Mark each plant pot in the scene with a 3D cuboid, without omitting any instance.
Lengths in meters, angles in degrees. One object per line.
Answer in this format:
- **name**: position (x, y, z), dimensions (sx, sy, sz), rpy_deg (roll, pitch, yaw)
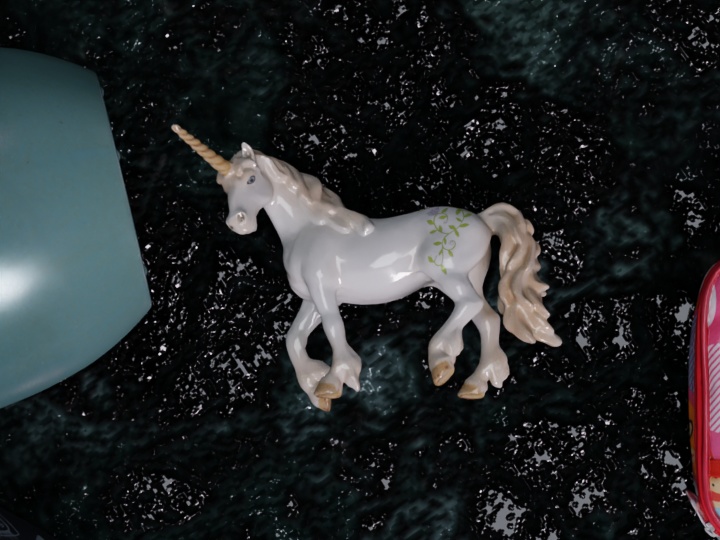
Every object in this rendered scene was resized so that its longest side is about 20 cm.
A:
- **plant pot**: position (-0.196, -0.022, 1.046), dimensions (0.160, 0.201, 0.202), rpy_deg (-13, 83, -7)

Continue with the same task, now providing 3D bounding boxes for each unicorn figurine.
- **unicorn figurine**: position (0.000, 0.000, 1.085), dimensions (0.198, 0.074, 0.138), rpy_deg (-1, 74, -8)

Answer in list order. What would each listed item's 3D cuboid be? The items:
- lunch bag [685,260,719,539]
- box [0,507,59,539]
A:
- **lunch bag**: position (0.264, 0.077, 1.040), dimensions (0.198, 0.082, 0.178), rpy_deg (1, 88, 8)
- **box**: position (-0.222, 0.168, 1.047), dimensions (0.199, 0.148, 0.105), rpy_deg (29, 88, 9)
